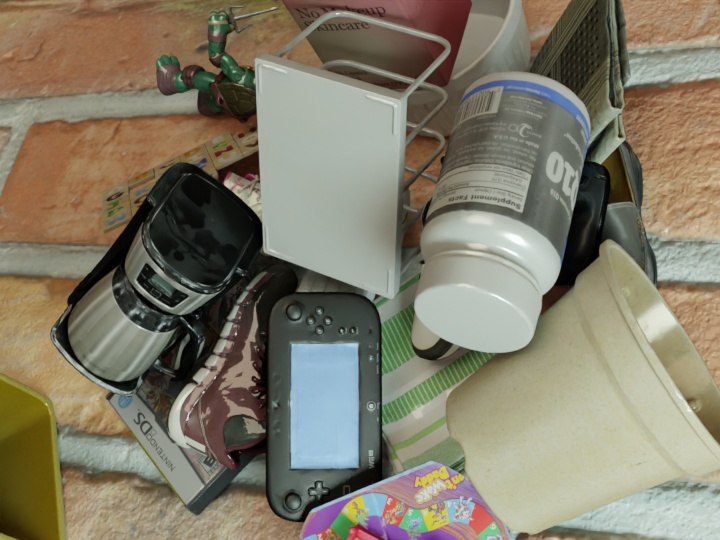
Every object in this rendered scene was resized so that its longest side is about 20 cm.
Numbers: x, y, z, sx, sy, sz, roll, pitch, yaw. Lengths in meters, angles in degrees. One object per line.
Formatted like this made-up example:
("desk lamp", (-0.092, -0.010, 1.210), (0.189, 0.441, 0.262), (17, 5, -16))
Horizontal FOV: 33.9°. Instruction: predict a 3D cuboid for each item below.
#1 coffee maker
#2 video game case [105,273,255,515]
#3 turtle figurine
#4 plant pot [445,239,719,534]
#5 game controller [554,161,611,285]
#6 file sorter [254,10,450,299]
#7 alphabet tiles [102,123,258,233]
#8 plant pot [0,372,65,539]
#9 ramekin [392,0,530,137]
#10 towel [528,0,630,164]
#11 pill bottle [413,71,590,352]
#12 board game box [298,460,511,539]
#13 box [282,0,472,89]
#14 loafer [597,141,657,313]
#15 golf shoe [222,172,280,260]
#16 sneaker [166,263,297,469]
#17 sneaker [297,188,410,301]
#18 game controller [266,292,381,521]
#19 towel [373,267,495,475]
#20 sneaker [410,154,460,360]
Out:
("coffee maker", (-0.196, -0.008, 1.153), (0.200, 0.133, 0.194), (-42, 38, 37))
("video game case", (-0.145, 0.115, 1.197), (0.200, 0.026, 0.181), (-45, 51, -3))
("turtle figurine", (-0.132, -0.218, 1.317), (0.198, 0.150, 0.102), (-2, 53, 42))
("plant pot", (0.175, 0.110, 0.942), (0.182, 0.200, 0.202), (-34, 51, 19))
("game controller", (0.155, -0.038, 1.059), (0.199, 0.042, 0.106), (175, 101, -67))
("file sorter", (-0.001, -0.107, 1.053), (0.137, 0.202, 0.125), (20, 41, 22))
("alphabet tiles", (-0.194, -0.108, 1.299), (0.198, 0.008, 0.167), (-27, 21, -4))
("plant pot", (-0.441, 0.223, 1.192), (0.198, 0.194, 0.197), (-30, 52, 16))
("ramekin", (0.085, -0.235, 1.237), (0.197, 0.105, 0.203), (-14, 56, 20))
("towel", (0.201, -0.164, 1.101), (0.034, 0.201, 0.195), (12, 59, -10))
("pill bottle", (0.111, -0.046, 0.932), (0.112, 0.114, 0.202), (1, 58, 28))
("board game box", (0.029, 0.254, 0.977), (0.198, 0.039, 0.160), (-23, 74, 12))
("box", (0.007, -0.273, 1.105), (0.126, 0.200, 0.110), (3, 62, 29))
("loafer", (0.223, -0.038, 1.065), (0.072, 0.072, 0.203), (-13, 57, 19))
("golf shoe", (-0.101, -0.060, 1.230), (0.197, 0.093, 0.075), (-8, 21, 22))
("sneaker", (-0.089, 0.100, 1.126), (0.115, 0.076, 0.202), (27, 82, 27))
("sneaker", (0.000, 0.000, 1.158), (0.072, 0.071, 0.201), (20, 65, 23))
("game controller", (-0.032, 0.121, 1.060), (0.103, 0.042, 0.203), (0, 85, 2))
("towel", (0.065, 0.093, 1.102), (0.152, 0.023, 0.201), (-34, 51, 5))
("sneaker", (0.077, -0.017, 1.059), (0.074, 0.079, 0.203), (32, 109, 52))
